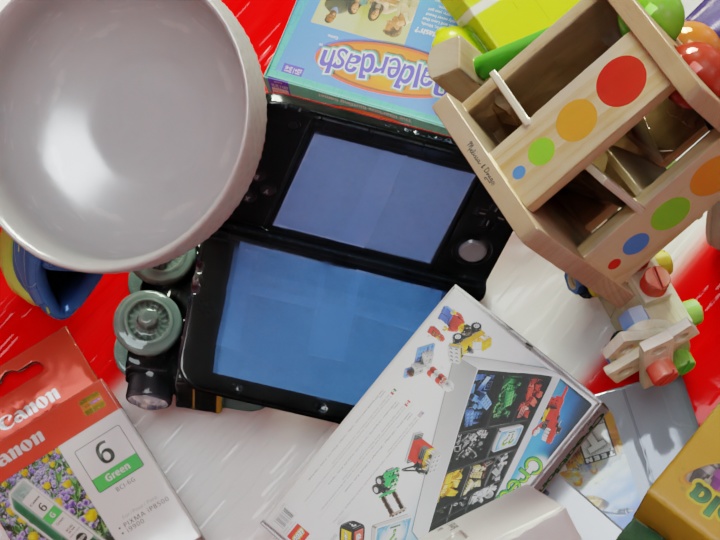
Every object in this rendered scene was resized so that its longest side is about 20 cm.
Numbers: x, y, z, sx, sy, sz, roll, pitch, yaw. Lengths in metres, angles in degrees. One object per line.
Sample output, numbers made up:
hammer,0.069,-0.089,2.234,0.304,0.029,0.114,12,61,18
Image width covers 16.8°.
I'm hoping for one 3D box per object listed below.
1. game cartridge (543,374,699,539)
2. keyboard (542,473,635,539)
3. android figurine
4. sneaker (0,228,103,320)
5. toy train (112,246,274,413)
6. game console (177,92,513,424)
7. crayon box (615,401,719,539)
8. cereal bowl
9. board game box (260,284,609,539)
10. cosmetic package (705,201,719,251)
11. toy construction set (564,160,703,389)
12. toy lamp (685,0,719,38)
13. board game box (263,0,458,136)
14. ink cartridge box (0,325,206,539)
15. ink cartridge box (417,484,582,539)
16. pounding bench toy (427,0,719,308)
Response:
game cartridge,0.134,0.155,1.585,0.200,0.042,0.133,-17,62,0
keyboard,0.104,0.147,1.567,0.200,0.011,0.056,41,79,20
android figurine,0.132,-0.180,1.684,0.182,0.041,0.200,-36,87,-20
sneaker,-0.189,-0.057,1.632,0.076,0.200,0.105,-2,30,-25
toy train,-0.102,0.005,1.656,0.114,0.085,0.200,10,67,-2
game console,0.000,0.000,1.588,0.200,0.172,0.119,14,41,-15
crayon box,0.264,0.139,1.539,0.127,0.051,0.200,37,66,12
cereal bowl,-0.148,-0.097,1.549,0.200,0.083,0.200,0,89,18
board game box,0.047,0.125,1.559,0.126,0.035,0.200,39,89,19
cosmetic package,0.351,-0.066,1.577,0.200,0.165,0.165,29,74,17
toy construction set,0.178,-0.005,1.586,0.092,0.131,0.200,-3,59,-14
toy lamp,0.316,-0.205,1.700,0.200,0.058,0.058,-28,67,-7
board game box,0.037,-0.193,1.735,0.152,0.045,0.200,17,70,13
ink cartridge box,-0.197,0.133,1.626,0.109,0.050,0.200,-32,68,-6
ink cartridge box,0.121,0.236,1.454,0.084,0.145,0.200,-29,93,-4
pounding bench toy,0.142,-0.113,1.502,0.156,0.124,0.200,-42,52,14
